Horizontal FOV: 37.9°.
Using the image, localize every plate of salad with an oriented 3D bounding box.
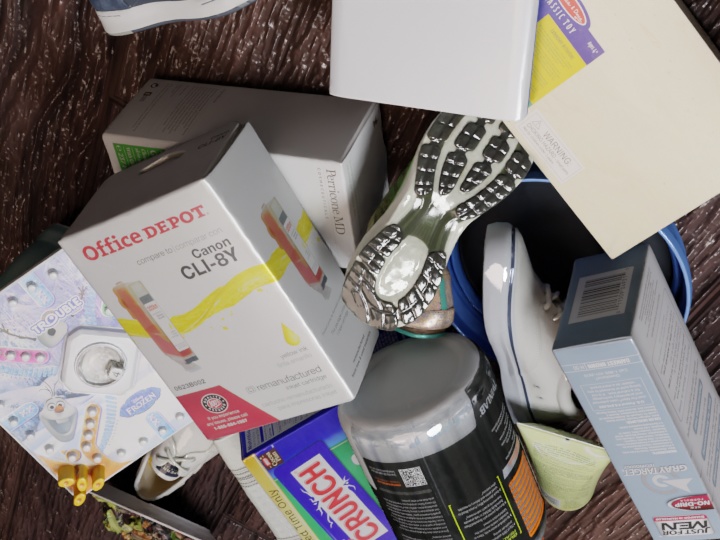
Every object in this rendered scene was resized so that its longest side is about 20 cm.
[{"bbox_3d":[-0.246,0.289,1.197,0.198,0.048,0.200,23,164,7],"label":"plate of salad"}]

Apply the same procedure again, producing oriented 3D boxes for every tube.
[{"bbox_3d":[0.171,0.157,0.864,0.058,0.052,0.200,-25,156,2],"label":"tube"}]

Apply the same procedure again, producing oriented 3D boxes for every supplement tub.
[{"bbox_3d":[0.071,0.159,0.817,0.121,0.123,0.201,-8,120,30],"label":"supplement tub"}]

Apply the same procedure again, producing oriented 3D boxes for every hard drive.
[{"bbox_3d":[0.047,-0.200,0.640,0.131,0.025,0.202,11,115,19],"label":"hard drive"}]

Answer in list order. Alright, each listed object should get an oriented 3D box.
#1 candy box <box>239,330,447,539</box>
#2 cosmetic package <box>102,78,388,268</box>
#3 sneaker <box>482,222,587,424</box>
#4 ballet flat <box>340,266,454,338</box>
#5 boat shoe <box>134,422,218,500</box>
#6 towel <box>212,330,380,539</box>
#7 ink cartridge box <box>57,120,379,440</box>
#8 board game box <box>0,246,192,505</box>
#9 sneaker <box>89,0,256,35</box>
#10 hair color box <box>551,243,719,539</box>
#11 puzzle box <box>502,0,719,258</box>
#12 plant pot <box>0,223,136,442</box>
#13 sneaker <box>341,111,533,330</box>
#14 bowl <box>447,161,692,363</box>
[{"bbox_3d":[0.018,0.155,0.917,0.199,0.077,0.170,-30,116,8],"label":"candy box"},{"bbox_3d":[-0.084,-0.077,0.814,0.198,0.085,0.108,9,134,21],"label":"cosmetic package"},{"bbox_3d":[0.134,0.040,0.778,0.070,0.074,0.201,-4,137,17],"label":"sneaker"},{"bbox_3d":[0.000,0.000,0.849,0.199,0.068,0.068,14,108,42],"label":"ballet flat"},{"bbox_3d":[-0.189,0.190,1.112,0.071,0.070,0.200,38,135,-10],"label":"boat shoe"},{"bbox_3d":[-0.026,0.162,0.977,0.191,0.035,0.201,-21,122,5],"label":"towel"},{"bbox_3d":[-0.100,0.013,0.769,0.144,0.084,0.201,-18,117,28],"label":"ink cartridge box"},{"bbox_3d":[-0.214,0.079,0.867,0.199,0.026,0.201,-34,121,2],"label":"board game box"},{"bbox_3d":[-0.131,-0.243,0.695,0.201,0.077,0.147,-5,129,30],"label":"sneaker"},{"bbox_3d":[0.210,0.092,0.758,0.060,0.099,0.201,-14,122,33],"label":"hair color box"},{"bbox_3d":[0.156,-0.120,0.669,0.133,0.025,0.200,-34,101,31],"label":"puzzle box"},{"bbox_3d":[-0.274,0.078,0.959,0.200,0.134,0.201,37,152,24],"label":"plant pot"},{"bbox_3d":[0.050,-0.057,0.748,0.077,0.089,0.201,36,96,-16],"label":"sneaker"},{"bbox_3d":[0.152,0.002,0.804,0.199,0.040,0.202,13,133,14],"label":"bowl"}]
